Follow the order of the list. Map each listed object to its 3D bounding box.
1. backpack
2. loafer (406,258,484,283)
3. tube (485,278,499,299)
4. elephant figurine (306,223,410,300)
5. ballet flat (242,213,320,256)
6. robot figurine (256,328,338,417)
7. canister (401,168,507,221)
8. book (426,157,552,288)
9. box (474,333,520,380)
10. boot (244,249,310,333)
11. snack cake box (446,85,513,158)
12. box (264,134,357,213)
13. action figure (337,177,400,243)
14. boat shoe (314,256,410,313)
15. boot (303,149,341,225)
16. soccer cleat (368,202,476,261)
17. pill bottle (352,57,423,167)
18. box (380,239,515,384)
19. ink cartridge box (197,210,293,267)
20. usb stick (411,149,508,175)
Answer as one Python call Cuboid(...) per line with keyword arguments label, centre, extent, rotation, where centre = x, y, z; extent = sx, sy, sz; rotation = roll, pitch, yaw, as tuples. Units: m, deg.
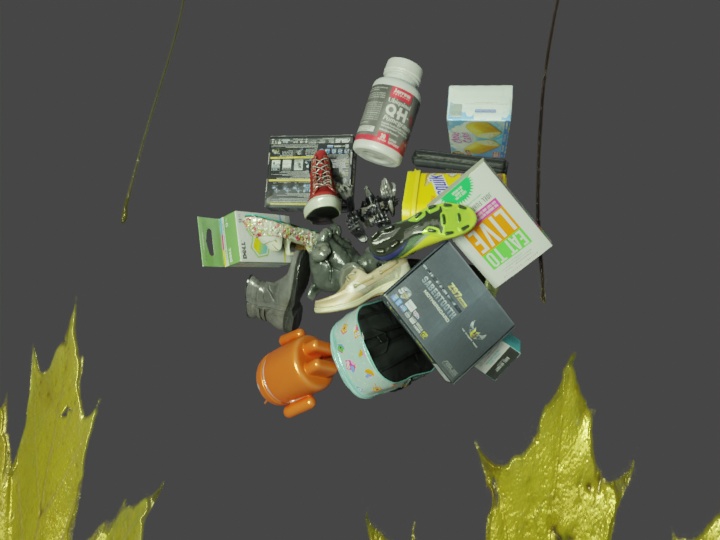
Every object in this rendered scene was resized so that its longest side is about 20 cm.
Cuboid(label="backpack", centre=(0.029, 0.150, 1.017), extent=(0.152, 0.199, 0.179), rotation=(-28, 79, 27))
Cuboid(label="loafer", centre=(0.162, 0.011, 1.064), extent=(0.197, 0.071, 0.074), rotation=(12, 131, 32))
Cuboid(label="tube", centre=(0.241, 0.046, 1.061), extent=(0.058, 0.051, 0.203), rotation=(23, 92, 53))
Cuboid(label="elephant figurine", centre=(0.000, 0.000, 1.072), extent=(0.197, 0.156, 0.143), rotation=(23, 58, 16))
Cuboid(label="ballet flat", centre=(-0.155, -0.065, 1.092), extent=(0.075, 0.198, 0.065), rotation=(-7, 77, 44))
Cuboid(label="robot figurine", centre=(-0.133, 0.206, 1.073), extent=(0.198, 0.116, 0.145), rotation=(-30, 94, 34))
Cuboid(label="canister", centre=(0.187, -0.131, 1.050), extent=(0.196, 0.088, 0.150), rotation=(2, 47, 11))
Cuboid(label="book", centre=(0.233, -0.084, 0.961), extent=(0.133, 0.048, 0.200), rotation=(-39, 104, 26))
Cuboid(label="box", centre=(0.203, 0.117, 1.019), extent=(0.198, 0.049, 0.083), rotation=(35, 120, 0))
Cuboid(label="boot", centre=(-0.182, 0.034, 1.113), extent=(0.130, 0.070, 0.203), rotation=(21, 114, 13))
Cuboid(label="snack cake box", centre=(0.228, -0.281, 1.020), extent=(0.113, 0.200, 0.069), rotation=(4, 84, 13))
Cuboid(label="box", centre=(-0.109, -0.213, 1.168), extent=(0.196, 0.049, 0.165), rotation=(2, 83, 13))
Cuboid(label="action figure", centre=(0.020, -0.131, 1.047), extent=(0.116, 0.201, 0.104), rotation=(-12, 113, 6))
Cuboid(label="boat shoe", centre=(0.001, 0.026, 0.992), extent=(0.197, 0.072, 0.066), rotation=(-20, 93, -1))
Cuboid(label="boot", centre=(-0.077, -0.171, 1.032), extent=(0.071, 0.200, 0.148), rotation=(-3, 89, -5))
Cuboid(label="soccer cleat", centre=(0.109, -0.068, 0.947), extent=(0.197, 0.084, 0.066), rotation=(-18, 76, 10))
Cuboid(label="pill bottle", centre=(0.063, -0.331, 1.110), extent=(0.109, 0.111, 0.204), rotation=(17, 88, 14))
Cuboid(label="box", centre=(0.155, 0.073, 0.948), extent=(0.157, 0.051, 0.201), rotation=(-38, 90, -10))
Cuboid(label="ink cartridge box", centre=(-0.233, -0.063, 1.102), extent=(0.059, 0.198, 0.106), rotation=(-15, 79, 40))
Cuboid(label="usb stick", centre=(0.203, -0.221, 1.094), extent=(0.196, 0.055, 0.033), rotation=(10, 84, 14))
